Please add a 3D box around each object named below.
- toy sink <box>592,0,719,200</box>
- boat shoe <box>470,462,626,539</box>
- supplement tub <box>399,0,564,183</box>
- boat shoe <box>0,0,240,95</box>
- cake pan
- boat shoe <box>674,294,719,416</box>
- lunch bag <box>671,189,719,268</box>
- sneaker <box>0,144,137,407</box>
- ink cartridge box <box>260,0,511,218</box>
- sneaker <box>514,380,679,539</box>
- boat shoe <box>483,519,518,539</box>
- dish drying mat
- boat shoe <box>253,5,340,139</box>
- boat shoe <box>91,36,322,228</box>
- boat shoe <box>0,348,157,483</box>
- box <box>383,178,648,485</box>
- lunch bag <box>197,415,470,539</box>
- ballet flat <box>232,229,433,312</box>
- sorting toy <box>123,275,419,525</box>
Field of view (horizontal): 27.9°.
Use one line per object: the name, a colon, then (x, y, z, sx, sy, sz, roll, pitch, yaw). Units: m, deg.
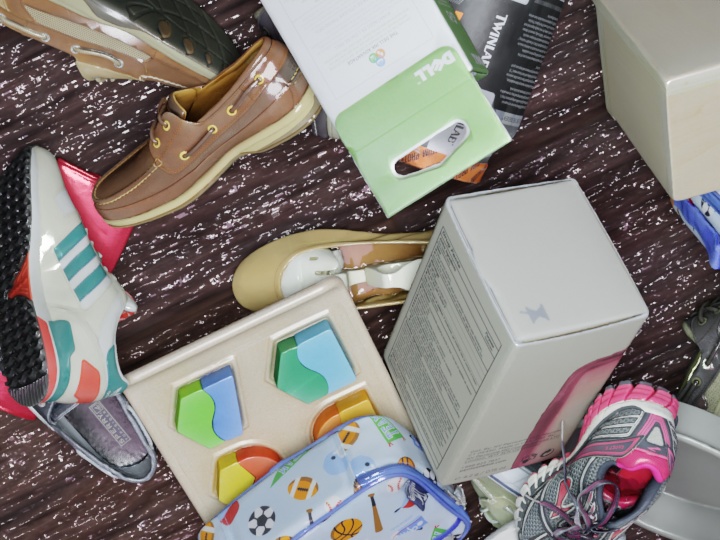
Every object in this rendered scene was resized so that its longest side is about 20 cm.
toy sink: (0.253, -0.157, 1.077, 0.130, 0.200, 0.112, -16, 128, -4)
boat shoe: (0.130, 0.186, 1.184, 0.200, 0.072, 0.062, 38, 100, -15)
supplement tub: (0.077, -0.173, 1.065, 0.122, 0.123, 0.200, 17, 100, -11)
boat shoe: (-0.183, -0.177, 1.063, 0.200, 0.076, 0.074, 27, 126, -21)
cake pan: (0.251, 0.159, 1.143, 0.200, 0.200, 0.037, 35, 64, -14)
boat shoe: (0.292, 0.056, 1.173, 0.066, 0.072, 0.201, 18, 99, 9)
lunch bag: (0.319, -0.054, 1.077, 0.160, 0.200, 0.076, -12, 120, -6)
sneaker: (-0.216, 0.006, 1.069, 0.093, 0.070, 0.200, 9, 62, -41)
ink cartridge box: (0.017, -0.148, 0.990, 0.104, 0.059, 0.200, -31, 86, 17)
sneaker: (0.166, 0.168, 1.058, 0.081, 0.075, 0.200, 17, 130, -5)
boat shoe: (0.104, 0.272, 1.188, 0.072, 0.069, 0.200, 22, 113, 0)
dish drying mat: (-0.243, 0.016, 1.122, 0.077, 0.018, 0.200, 26, 97, -15)
boat shoe: (-0.046, -0.194, 1.075, 0.065, 0.072, 0.200, -6, 108, 9)
boat shoe: (-0.121, -0.103, 1.050, 0.200, 0.072, 0.068, -30, 126, 20)
boat shoe: (-0.225, 0.085, 1.099, 0.072, 0.068, 0.200, -37, 112, -2)
box: (0.106, 0.047, 1.060, 0.109, 0.128, 0.200, -10, 148, -22)
lunch bag: (-0.014, 0.205, 1.137, 0.200, 0.076, 0.160, -33, 138, 9)
ballet flat: (0.000, 0.000, 1.126, 0.200, 0.063, 0.069, -9, 102, -5)
sorting toy: (-0.063, 0.116, 1.124, 0.185, 0.036, 0.200, -26, 126, 0)
